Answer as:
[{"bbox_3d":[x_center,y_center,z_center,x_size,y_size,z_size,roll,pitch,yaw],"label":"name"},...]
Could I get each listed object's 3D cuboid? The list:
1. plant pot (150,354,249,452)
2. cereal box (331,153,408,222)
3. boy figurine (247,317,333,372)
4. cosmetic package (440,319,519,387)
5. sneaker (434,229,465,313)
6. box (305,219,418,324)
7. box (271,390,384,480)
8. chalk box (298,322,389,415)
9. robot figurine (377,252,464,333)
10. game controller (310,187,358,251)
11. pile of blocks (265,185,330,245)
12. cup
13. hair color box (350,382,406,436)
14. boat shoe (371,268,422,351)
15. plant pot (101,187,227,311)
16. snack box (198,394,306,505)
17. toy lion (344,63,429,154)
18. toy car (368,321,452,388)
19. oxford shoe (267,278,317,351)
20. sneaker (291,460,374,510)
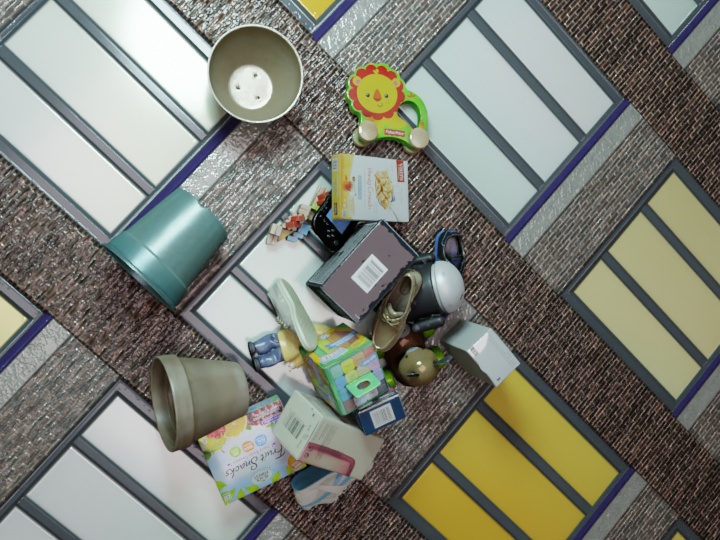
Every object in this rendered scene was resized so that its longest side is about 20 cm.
[{"bbox_3d":[-0.339,0.268,1.549,0.172,0.199,0.202,-8,94,-30],"label":"plant pot"},{"bbox_3d":[0.024,-0.183,1.639,0.199,0.039,0.145,-1,90,-37],"label":"cereal box"},{"bbox_3d":[-0.154,0.160,1.638,0.199,0.064,0.125,-19,80,-15],"label":"boy figurine"},{"bbox_3d":[0.271,0.187,1.671,0.081,0.200,0.113,-42,101,-8],"label":"cosmetic package"},{"bbox_3d":[0.211,0.004,1.714,0.069,0.078,0.202,-4,92,-13],"label":"sneaker"},{"bbox_3d":[0.000,0.000,1.601,0.123,0.198,0.200,44,82,-12],"label":"box"},{"bbox_3d":[-0.071,0.361,1.582,0.199,0.128,0.110,31,90,-38],"label":"box"},{"bbox_3d":[-0.029,0.214,1.549,0.124,0.200,0.125,-26,111,-19],"label":"chalk box"},{"bbox_3d":[0.138,0.050,1.654,0.198,0.125,0.151,-14,104,18],"label":"robot figurine"},{"bbox_3d":[-0.037,-0.144,1.635,0.201,0.042,0.105,-57,135,-23],"label":"game controller"},{"bbox_3d":[-0.125,-0.112,1.637,0.200,0.062,0.082,-39,100,-9],"label":"pile of blocks"},{"bbox_3d":[-0.232,-0.408,1.560,0.198,0.143,0.202,-1,93,-14],"label":"cup"},{"bbox_3d":[0.017,0.282,1.611,0.099,0.200,0.061,-22,107,-12],"label":"hair color box"},{"bbox_3d":[0.071,0.090,1.579,0.072,0.065,0.201,29,106,11],"label":"boat shoe"},{"bbox_3d":[-0.395,-0.053,1.519,0.200,0.200,0.196,45,73,-11],"label":"plant pot"},{"bbox_3d":[-0.243,0.399,1.623,0.199,0.068,0.170,-22,97,-12],"label":"snack box"},{"bbox_3d":[0.061,-0.379,1.679,0.198,0.069,0.194,6,83,-14],"label":"toy lion"},{"bbox_3d":[0.123,0.198,1.636,0.163,0.200,0.159,-22,97,-12],"label":"toy car"},{"bbox_3d":[-0.151,0.105,1.597,0.058,0.201,0.075,-38,144,9],"label":"oxford shoe"},{"bbox_3d":[-0.060,0.480,1.674,0.199,0.077,0.081,-20,118,-15],"label":"sneaker"}]
